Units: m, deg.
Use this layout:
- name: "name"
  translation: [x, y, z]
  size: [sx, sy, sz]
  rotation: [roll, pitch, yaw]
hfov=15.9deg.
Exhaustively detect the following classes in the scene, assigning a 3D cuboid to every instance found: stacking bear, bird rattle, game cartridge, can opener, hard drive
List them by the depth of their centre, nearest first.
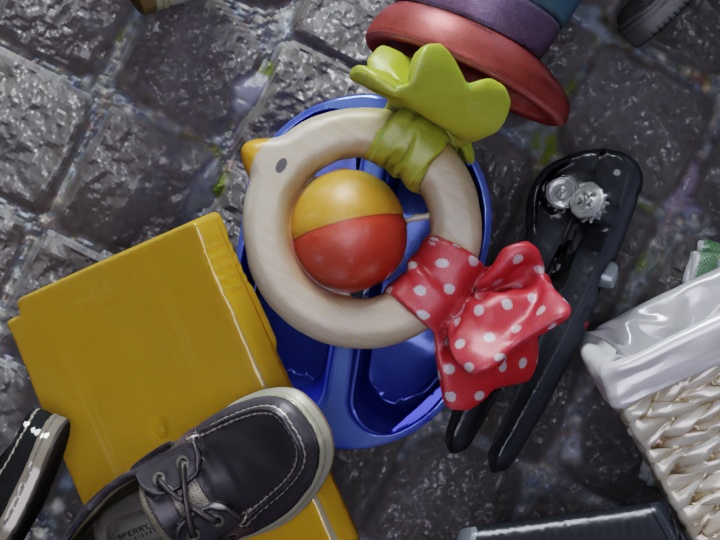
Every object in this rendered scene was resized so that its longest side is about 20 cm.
- name: "bird rattle"
  translation: [0.019, -0.020, 1.389]
  size: [0.162, 0.113, 0.201]
  rotation: [-11, 94, -1]
- name: "hard drive"
  translation: [0.113, 0.159, 1.427]
  size: [0.134, 0.200, 0.043]
  rotation: [-8, 81, 2]
- name: "can opener"
  translation: [0.107, 0.021, 1.449]
  size: [0.063, 0.079, 0.201]
  rotation: [14, 71, 23]
- name: "stacking bear"
  translation: [0.090, -0.202, 1.452]
  size: [0.121, 0.114, 0.201]
  rotation: [21, 85, 22]
- name: "game cartridge"
  translation: [-0.105, 0.085, 1.469]
  size: [0.176, 0.032, 0.201]
  rotation: [-21, 92, 40]

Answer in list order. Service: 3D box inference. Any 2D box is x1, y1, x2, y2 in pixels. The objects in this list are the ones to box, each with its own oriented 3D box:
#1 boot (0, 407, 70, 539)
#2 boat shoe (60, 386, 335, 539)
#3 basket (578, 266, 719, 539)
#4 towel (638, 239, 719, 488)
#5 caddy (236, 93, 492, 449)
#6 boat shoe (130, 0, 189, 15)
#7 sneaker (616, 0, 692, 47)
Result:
- name: "boot"
  translation: [-0.273, 0.136, 1.500]
  size: [0.150, 0.073, 0.200]
  rotation: [34, 107, 1]
- name: "boat shoe"
  translation: [-0.094, 0.127, 1.413]
  size: [0.200, 0.065, 0.072]
  rotation: [-30, 88, 40]
- name: "basket"
  translation: [0.237, 0.057, 1.419]
  size: [0.199, 0.136, 0.124]
  rotation: [-26, 96, 2]
- name: "towel"
  translation: [0.273, 0.074, 1.502]
  size: [0.199, 0.031, 0.150]
  rotation: [12, 96, -1]
- name: "caddy"
  translation: [0.000, 0.000, 1.466]
  size: [0.141, 0.105, 0.201]
  rotation: [9, 94, 3]
- name: "boat shoe"
  translation: [-0.121, -0.251, 1.482]
  size: [0.066, 0.074, 0.201]
  rotation: [-13, 94, -9]
- name: "sneaker"
  translation: [0.188, -0.233, 1.472]
  size: [0.104, 0.060, 0.200]
  rotation: [41, 89, -1]
